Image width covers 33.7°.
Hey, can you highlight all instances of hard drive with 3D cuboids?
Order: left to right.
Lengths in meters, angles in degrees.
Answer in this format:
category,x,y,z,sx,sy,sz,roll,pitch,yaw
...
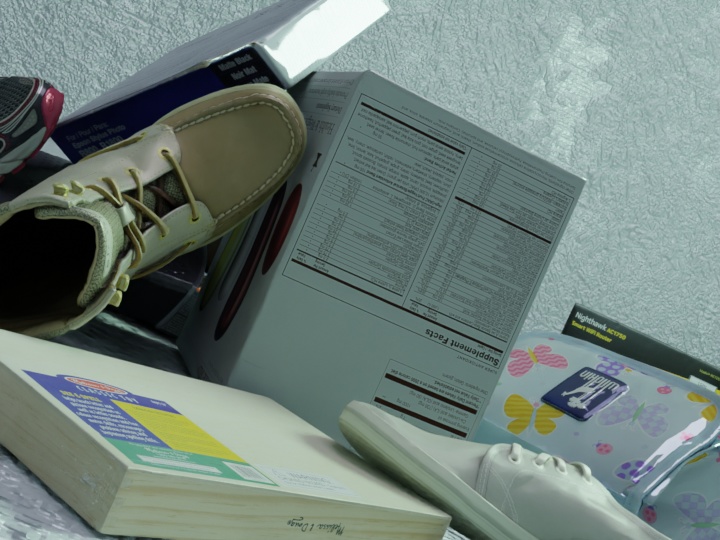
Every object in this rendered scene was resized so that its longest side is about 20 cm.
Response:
category,x,y,z,sx,sy,sz,roll,pitch,yaw
hard drive,-0.165,-0.023,0.754,0.134,0.043,0.200,21,12,-14

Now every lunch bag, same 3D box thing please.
category,x,y,z,sx,sy,sz,roll,pitch,yaw
lunch bag,0.163,0.119,0.759,0.199,0.128,0.169,14,7,-43

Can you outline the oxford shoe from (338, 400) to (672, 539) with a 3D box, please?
category,x,y,z,sx,sy,sz,roll,pitch,yaw
oxford shoe,0.081,0.112,0.570,0.199,0.058,0.075,30,-12,4

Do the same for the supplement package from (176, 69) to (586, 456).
category,x,y,z,sx,sy,sz,roll,pitch,yaw
supplement package,0.000,0.000,0.719,0.146,0.201,0.191,23,2,-17

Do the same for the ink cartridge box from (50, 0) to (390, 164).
category,x,y,z,sx,sy,sz,roll,pitch,yaw
ink cartridge box,-0.103,-0.123,0.772,0.198,0.041,0.200,-14,20,38

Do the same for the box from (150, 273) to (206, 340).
category,x,y,z,sx,sy,sz,roll,pitch,yaw
box,-0.172,0.001,0.880,0.199,0.040,0.137,26,3,6

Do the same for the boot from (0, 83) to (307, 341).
category,x,y,z,sx,sy,sz,roll,pitch,yaw
boot,-0.111,-0.027,0.574,0.073,0.199,0.155,62,-2,-9

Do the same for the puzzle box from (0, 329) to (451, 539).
category,x,y,z,sx,sy,sz,roll,pitch,yaw
puzzle box,-0.066,0.075,0.499,0.133,0.026,0.199,28,3,40

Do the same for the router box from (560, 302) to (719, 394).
category,x,y,z,sx,sy,sz,roll,pitch,yaw
router box,0.316,0.148,1.413,0.199,0.150,0.051,25,2,18

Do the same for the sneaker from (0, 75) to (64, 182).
category,x,y,z,sx,sy,sz,roll,pitch,yaw
sneaker,-0.274,-0.094,0.713,0.198,0.081,0.075,-1,-45,13

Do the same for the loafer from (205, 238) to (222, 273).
category,x,y,z,sx,sy,sz,roll,pitch,yaw
loafer,-0.043,0.004,0.914,0.199,0.074,0.071,12,12,-46
